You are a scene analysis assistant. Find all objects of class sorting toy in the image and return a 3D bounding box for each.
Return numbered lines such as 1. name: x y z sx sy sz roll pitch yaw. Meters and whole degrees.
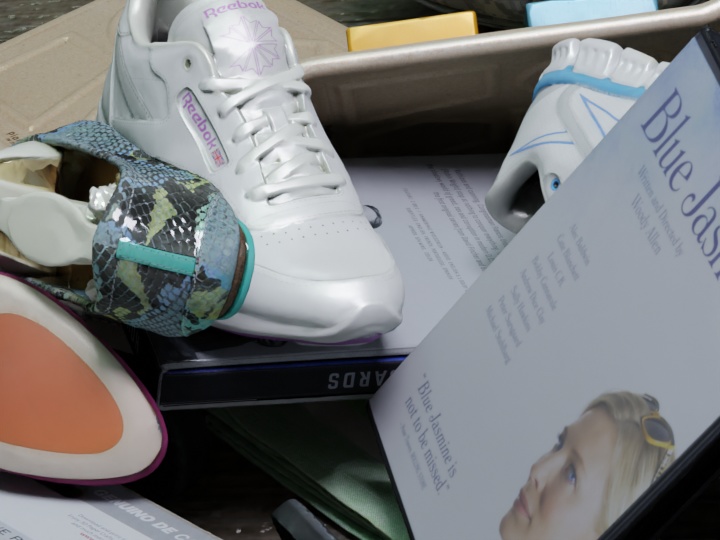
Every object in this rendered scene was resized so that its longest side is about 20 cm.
1. sorting toy: -0.095 -0.082 1.327 0.200 0.037 0.185 -24 36 -28
2. sorting toy: 0.060 -0.080 1.188 0.200 0.037 0.185 -12 -11 0

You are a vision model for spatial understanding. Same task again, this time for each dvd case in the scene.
1. dvd case: 0.081 0.032 0.956 0.018 0.200 0.143 23 31 -33
2. dvd case: 0.000 0.000 1.109 0.200 0.025 0.150 -2 32 -18

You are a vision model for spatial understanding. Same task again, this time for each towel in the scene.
1. towel: 0.052 0.037 1.125 0.200 0.023 0.153 -29 38 -27

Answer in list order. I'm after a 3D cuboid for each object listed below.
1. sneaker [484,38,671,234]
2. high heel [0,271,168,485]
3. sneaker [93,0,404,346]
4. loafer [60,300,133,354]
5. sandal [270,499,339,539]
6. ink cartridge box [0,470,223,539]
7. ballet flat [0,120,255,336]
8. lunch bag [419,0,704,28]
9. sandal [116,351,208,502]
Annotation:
1. sneaker: 0.115 -0.032 1.016 0.087 0.075 0.200 -53 24 -17
2. high heel: -0.149 0.031 1.047 0.200 0.096 0.067 28 83 17
3. sneaker: -0.047 -0.044 1.051 0.075 0.100 0.200 -10 36 -30
4. loafer: -0.113 0.004 1.160 0.200 0.070 0.070 8 31 33
5. sandal: 0.006 0.142 0.939 0.048 0.075 0.200 -35 37 -6
6. ink cartridge box: -0.164 0.125 0.978 0.175 0.084 0.200 -18 30 -41
7. ballet flat: -0.109 -0.021 1.033 0.074 0.074 0.200 -27 18 -24
8. lunch bag: 0.110 -0.204 1.369 0.168 0.139 0.200 0 30 44
9. sandal: -0.141 0.039 1.123 0.200 0.075 0.048 20 40 24
